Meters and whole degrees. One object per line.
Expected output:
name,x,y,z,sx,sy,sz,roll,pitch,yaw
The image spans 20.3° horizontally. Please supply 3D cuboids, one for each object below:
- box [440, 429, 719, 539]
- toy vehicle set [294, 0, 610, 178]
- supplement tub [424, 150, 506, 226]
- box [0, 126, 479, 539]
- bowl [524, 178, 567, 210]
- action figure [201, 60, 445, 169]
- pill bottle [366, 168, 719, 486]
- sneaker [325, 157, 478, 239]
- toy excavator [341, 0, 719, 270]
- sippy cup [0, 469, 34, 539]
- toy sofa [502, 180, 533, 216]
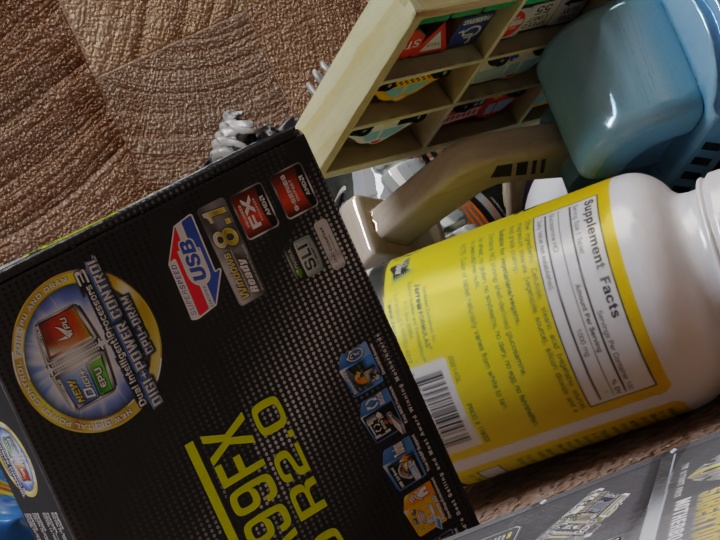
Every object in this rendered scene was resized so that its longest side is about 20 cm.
box,0.061,0.118,0.608,0.157,0.049,0.200,-23,7,17
toy vehicle set,0.072,-0.109,0.970,0.199,0.027,0.124,-17,-25,-35
supplement tub,0.043,-0.002,1.327,0.122,0.123,0.200,-19,8,43
box,-0.053,0.067,0.777,0.160,0.201,0.044,-28,7,-31
bowl,0.171,-0.047,1.085,0.199,0.091,0.201,-13,21,5
action figure,-0.034,-0.071,1.243,0.199,0.103,0.119,18,50,40
pill bottle,0.100,0.023,0.927,0.199,0.113,0.112,-20,7,16
sneaker,0.000,0.000,1.057,0.115,0.200,0.075,-36,-31,-14
toy excavator,0.104,-0.067,0.971,0.198,0.101,0.195,-6,-28,-22
sippy cup,-0.192,0.157,0.975,0.130,0.139,0.179,6,74,58
toy sofa,0.129,-0.090,1.214,0.082,0.098,0.200,-5,-21,0
